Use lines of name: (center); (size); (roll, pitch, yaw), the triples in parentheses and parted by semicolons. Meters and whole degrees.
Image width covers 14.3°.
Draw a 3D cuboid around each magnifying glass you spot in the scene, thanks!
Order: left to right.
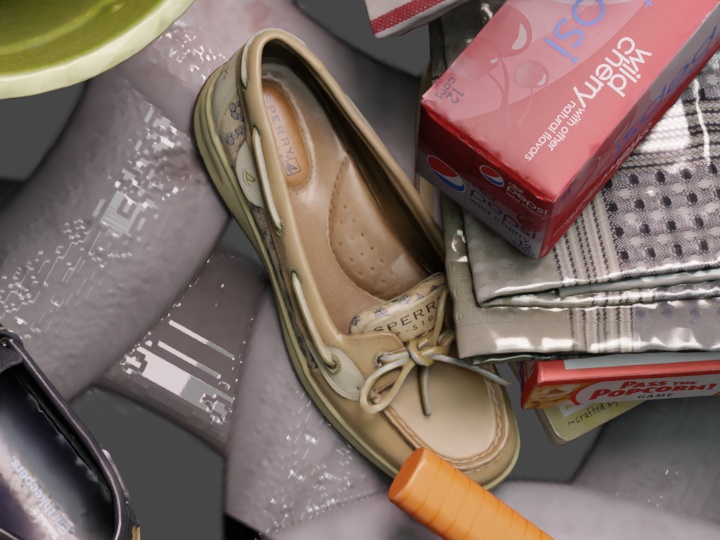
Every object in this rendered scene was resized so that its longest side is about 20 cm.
magnifying glass: (0.096, 0.134, 1.119); (0.200, 0.022, 0.080); (36, 76, -13)

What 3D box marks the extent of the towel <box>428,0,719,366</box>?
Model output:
towel: (0.123, -0.062, 1.100); (0.191, 0.035, 0.201); (-3, 74, -6)

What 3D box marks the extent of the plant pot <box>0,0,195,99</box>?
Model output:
plant pot: (-0.154, -0.157, 1.041); (0.199, 0.190, 0.201); (0, 90, -16)

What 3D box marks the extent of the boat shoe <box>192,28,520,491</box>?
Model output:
boat shoe: (0.000, 0.000, 1.120); (0.073, 0.063, 0.200); (-33, 87, -20)

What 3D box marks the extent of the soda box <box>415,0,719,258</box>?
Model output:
soda box: (0.105, -0.103, 1.064); (0.063, 0.070, 0.200); (37, 74, 11)

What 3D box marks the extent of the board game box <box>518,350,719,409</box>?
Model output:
board game box: (0.156, -0.029, 1.135); (0.199, 0.046, 0.152); (-4, 74, -6)

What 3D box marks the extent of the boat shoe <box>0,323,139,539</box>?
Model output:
boat shoe: (-0.155, 0.043, 1.071); (0.075, 0.062, 0.200); (-42, 88, -18)

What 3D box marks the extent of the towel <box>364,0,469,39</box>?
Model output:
towel: (0.038, -0.200, 1.050); (0.023, 0.144, 0.201); (1, 73, -42)

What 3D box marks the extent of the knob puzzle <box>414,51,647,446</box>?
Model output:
knob puzzle: (0.110, -0.056, 1.181); (0.218, 0.030, 0.221); (3, 76, -14)
